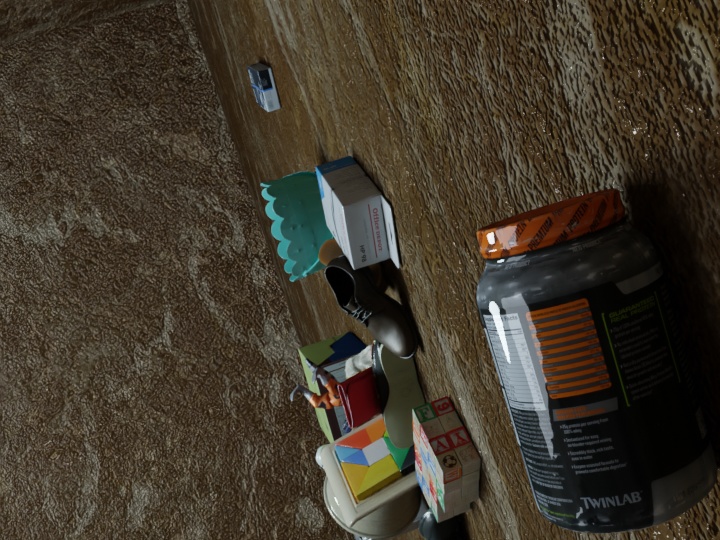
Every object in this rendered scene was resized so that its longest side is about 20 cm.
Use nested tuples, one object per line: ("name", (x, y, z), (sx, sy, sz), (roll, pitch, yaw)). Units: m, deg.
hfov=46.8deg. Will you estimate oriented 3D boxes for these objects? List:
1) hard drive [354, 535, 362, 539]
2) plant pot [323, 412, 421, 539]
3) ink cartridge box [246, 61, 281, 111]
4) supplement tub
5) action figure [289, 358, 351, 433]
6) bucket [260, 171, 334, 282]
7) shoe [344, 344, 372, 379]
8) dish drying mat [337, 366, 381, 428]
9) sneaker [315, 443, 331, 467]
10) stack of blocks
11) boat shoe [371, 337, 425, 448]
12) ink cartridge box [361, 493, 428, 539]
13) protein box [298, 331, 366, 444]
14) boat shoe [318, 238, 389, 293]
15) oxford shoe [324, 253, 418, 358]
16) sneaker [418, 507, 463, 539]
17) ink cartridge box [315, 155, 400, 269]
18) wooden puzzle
("hard drive", (-0.010, 1.006, 3.263), (0.200, 0.037, 0.141), (99, 152, -70))
("plant pot", (0.036, 0.379, 1.602), (0.185, 0.198, 0.201), (100, 153, -45))
("ink cartridge box", (-0.239, -0.451, 2.033), (0.200, 0.039, 0.100), (-131, 24, -67))
("supplement tub", (0.150, 0.056, 0.549), (0.122, 0.121, 0.202), (-178, 71, -79))
("action figure", (-0.015, 0.227, 1.616), (0.200, 0.192, 0.105), (-53, 27, 39))
("bucket", (-0.102, -0.094, 1.616), (0.207, 0.134, 0.209), (161, 90, -80))
("shoe", (0.010, 0.187, 1.687), (0.054, 0.069, 0.200), (69, 161, 7))
("dish drying mat", (0.025, 0.206, 1.434), (0.200, 0.018, 0.078), (-16, -90, -61))
("sneaker", (0.000, 0.421, 1.852), (0.081, 0.198, 0.076), (106, 176, -56))
("stack of blocks", (0.129, 0.299, 1.253), (0.201, 0.058, 0.116), (84, 165, -47))
("boat shoe", (0.063, 0.201, 1.409), (0.063, 0.073, 0.204), (-144, 44, -71))
("ink cartridge box", (0.041, 0.454, 1.740), (0.084, 0.144, 0.201), (88, 162, -59))
("protein box", (-0.037, 0.271, 1.886), (0.198, 0.134, 0.202), (-151, 44, -74))
("boat shoe", (0.000, 0.000, 1.441), (0.070, 0.071, 0.200), (35, -177, -34))
("oxford shoe", (0.010, 0.064, 1.308), (0.200, 0.084, 0.073), (48, 121, 13))
("sneaker", (0.155, 0.467, 1.413), (0.079, 0.075, 0.201), (41, 156, 45))
("ink cartridge box", (-0.007, -0.086, 1.308), (0.200, 0.066, 0.117), (-122, 19, -56))
("wooden puzzle", (0.031, 0.325, 1.449), (0.037, 0.199, 0.185), (56, -179, -35))
